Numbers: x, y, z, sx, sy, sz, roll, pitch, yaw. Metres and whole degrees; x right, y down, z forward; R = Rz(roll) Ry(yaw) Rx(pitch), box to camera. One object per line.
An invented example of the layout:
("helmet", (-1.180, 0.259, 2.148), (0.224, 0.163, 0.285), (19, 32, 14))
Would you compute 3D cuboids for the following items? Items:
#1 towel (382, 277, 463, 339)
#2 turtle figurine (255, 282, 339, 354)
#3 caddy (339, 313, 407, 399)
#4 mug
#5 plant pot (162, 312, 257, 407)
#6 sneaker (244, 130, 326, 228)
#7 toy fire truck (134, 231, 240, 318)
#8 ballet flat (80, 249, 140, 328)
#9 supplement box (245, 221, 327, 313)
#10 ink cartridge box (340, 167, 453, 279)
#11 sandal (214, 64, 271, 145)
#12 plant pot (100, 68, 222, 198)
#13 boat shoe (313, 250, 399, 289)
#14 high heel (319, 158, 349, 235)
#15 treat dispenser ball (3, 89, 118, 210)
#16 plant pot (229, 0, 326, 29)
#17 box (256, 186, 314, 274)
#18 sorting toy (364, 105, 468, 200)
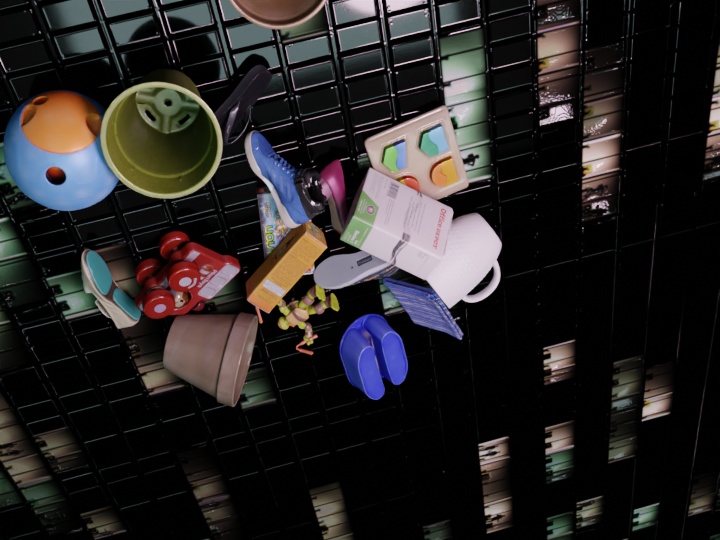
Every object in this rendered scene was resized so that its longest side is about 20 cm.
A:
("towel", (0.140, 0.087, 1.607), (0.024, 0.142, 0.201), (-59, 140, -19))
("turtle figurine", (-0.127, 0.097, 1.610), (0.159, 0.065, 0.201), (-29, 121, 23))
("caddy", (0.028, 0.200, 1.691), (0.140, 0.104, 0.204), (-31, 127, -21))
("mug", (0.227, -0.015, 1.565), (0.174, 0.148, 0.201), (-40, 117, 4))
("plant pot", (-0.329, 0.176, 1.558), (0.169, 0.202, 0.204), (14, 121, -2))
("sneaker", (-0.136, -0.190, 1.378), (0.109, 0.077, 0.204), (-20, 102, 31))
("toy fire truck", (-0.365, 0.027, 1.499), (0.200, 0.113, 0.167), (-43, 140, 17))
("ballet flat", (-0.535, 0.045, 1.493), (0.068, 0.070, 0.203), (-24, 124, 4))
("supplement box", (-0.156, -0.010, 1.493), (0.068, 0.067, 0.200), (31, 112, -28))
("ink cartridge box", (0.075, -0.093, 1.442), (0.196, 0.148, 0.085), (26, 140, -8))
("sandal", (-0.230, -0.287, 1.330), (0.043, 0.076, 0.201), (44, 110, 13))
("plant pot", (-0.342, -0.262, 1.257), (0.194, 0.192, 0.204), (-6, 124, -9))
("boat shoe", (0.000, 0.000, 1.562), (0.195, 0.073, 0.091), (-19, 159, 9))
("high heel", (-0.027, -0.133, 1.493), (0.097, 0.067, 0.200), (-48, 135, -8))
("treat dispenser ball", (-0.511, -0.208, 1.249), (0.195, 0.203, 0.205), (-6, 124, -8))
("plant pot", (-0.141, -0.518, 1.195), (0.195, 0.093, 0.205), (-6, 123, -9))
("box", (-0.155, -0.081, 1.508), (0.107, 0.035, 0.204), (-7, 124, -7))
("sorting toy", (0.120, -0.216, 1.480), (0.181, 0.037, 0.203), (-22, 124, 2))
